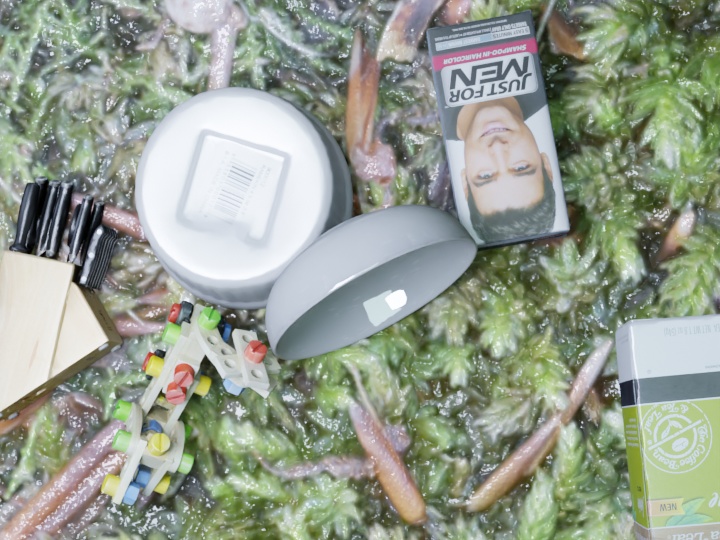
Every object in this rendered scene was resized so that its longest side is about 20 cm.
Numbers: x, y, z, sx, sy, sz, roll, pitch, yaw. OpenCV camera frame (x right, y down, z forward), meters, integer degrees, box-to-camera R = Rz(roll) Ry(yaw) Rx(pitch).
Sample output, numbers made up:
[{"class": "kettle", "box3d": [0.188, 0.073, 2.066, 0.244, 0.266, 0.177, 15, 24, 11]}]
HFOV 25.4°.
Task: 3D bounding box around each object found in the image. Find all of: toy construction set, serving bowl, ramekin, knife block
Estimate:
[{"class": "toy construction set", "box3d": [-0.155, 0.107, 1.403, 0.092, 0.132, 0.200, 36, 119, -22]}, {"class": "serving bowl", "box3d": [0.000, 0.000, 1.380, 0.199, 0.200, 0.066, -29, 73, 1]}, {"class": "ramekin", "box3d": [-0.108, -0.069, 1.440, 0.198, 0.098, 0.203, 0, 84, 4]}, {"class": "knife block", "box3d": [-0.305, 0.018, 1.464, 0.199, 0.064, 0.177, -33, 83, 1]}]

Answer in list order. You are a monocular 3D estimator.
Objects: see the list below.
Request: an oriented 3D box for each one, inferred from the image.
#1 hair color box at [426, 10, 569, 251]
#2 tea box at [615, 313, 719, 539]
[{"class": "hair color box", "box3d": [0.124, -0.123, 1.447, 0.098, 0.061, 0.203, -10, 85, 3]}, {"class": "tea box", "box3d": [0.330, 0.135, 1.371, 0.197, 0.134, 0.199, -6, 85, 3]}]
